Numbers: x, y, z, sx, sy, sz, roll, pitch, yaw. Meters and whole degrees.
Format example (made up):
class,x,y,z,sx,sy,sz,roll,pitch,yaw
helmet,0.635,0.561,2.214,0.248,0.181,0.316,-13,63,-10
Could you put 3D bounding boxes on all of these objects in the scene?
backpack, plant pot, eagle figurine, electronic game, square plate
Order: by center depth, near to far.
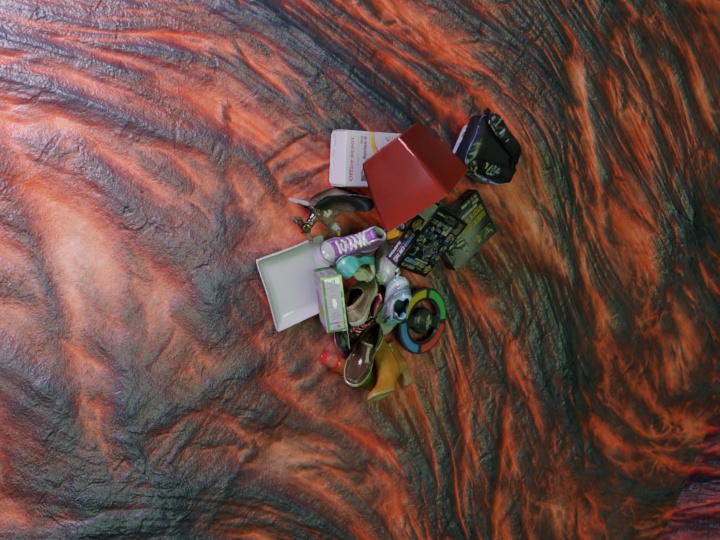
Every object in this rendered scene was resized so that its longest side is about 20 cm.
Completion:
class,x,y,z,sx,sy,sz,roll,pitch,yaw
plant pot,0.121,-0.246,1.558,0.177,0.199,0.200,53,35,-9
eagle figurine,-0.073,-0.157,1.609,0.199,0.152,0.151,-37,153,-3
square plate,-0.165,0.032,1.647,0.196,0.028,0.203,-23,109,-27
backpack,0.372,-0.342,1.839,0.189,0.154,0.202,25,91,-23
electronic game,0.184,0.150,1.854,0.198,0.041,0.203,-9,104,-39

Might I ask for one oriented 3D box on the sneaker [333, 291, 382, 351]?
class,x,y,z,sx,sy,sz,roll,pitch,yaw
sneaker,-0.003,0.134,1.722,0.079,0.095,0.202,30,83,-32

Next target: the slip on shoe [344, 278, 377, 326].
class,x,y,z,sx,sy,sz,roll,pitch,yaw
slip on shoe,-0.004,0.063,1.670,0.061,0.075,0.201,62,28,-30

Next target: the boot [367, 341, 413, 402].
class,x,y,z,sx,sy,sz,roll,pitch,yaw
boot,0.059,0.279,1.758,0.200,0.071,0.145,-11,67,-49

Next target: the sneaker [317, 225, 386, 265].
class,x,y,z,sx,sy,sz,roll,pitch,yaw
sneaker,-0.017,-0.077,1.651,0.199,0.114,0.073,-16,76,-41

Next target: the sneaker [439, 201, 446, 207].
class,x,y,z,sx,sy,sz,roll,pitch,yaw
sneaker,0.184,-0.111,1.781,0.084,0.077,0.201,15,115,-36

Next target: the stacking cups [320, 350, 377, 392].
class,x,y,z,sx,sy,sz,roll,pitch,yaw
stacking cups,-0.025,0.286,1.751,0.199,0.060,0.061,32,81,-31

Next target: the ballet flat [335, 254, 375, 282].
class,x,y,z,sx,sy,sz,roll,pitch,yaw
ballet flat,0.000,0.000,1.662,0.067,0.071,0.199,-42,164,18

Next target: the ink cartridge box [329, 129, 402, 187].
class,x,y,z,sx,sy,sz,roll,pitch,yaw
ink cartridge box,0.022,-0.297,1.673,0.197,0.087,0.148,-2,100,-29

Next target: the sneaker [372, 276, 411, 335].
class,x,y,z,sx,sy,sz,roll,pitch,yaw
sneaker,0.089,0.117,1.742,0.077,0.087,0.202,0,131,-23

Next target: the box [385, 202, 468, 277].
class,x,y,z,sx,sy,sz,roll,pitch,yaw
box,0.184,-0.084,1.710,0.199,0.050,0.199,-52,149,13

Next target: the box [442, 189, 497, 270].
class,x,y,z,sx,sy,sz,roll,pitch,yaw
box,0.309,-0.124,1.894,0.200,0.048,0.159,-41,115,-19

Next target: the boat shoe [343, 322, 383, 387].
class,x,y,z,sx,sy,sz,roll,pitch,yaw
boat shoe,0.007,0.222,1.709,0.075,0.074,0.203,95,15,-46

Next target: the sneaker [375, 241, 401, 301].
class,x,y,z,sx,sy,sz,roll,pitch,yaw
sneaker,0.070,-0.005,1.761,0.080,0.075,0.203,-18,107,-18

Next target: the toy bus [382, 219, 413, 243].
class,x,y,z,sx,sy,sz,roll,pitch,yaw
toy bus,0.123,-0.168,1.732,0.078,0.065,0.203,26,65,-33

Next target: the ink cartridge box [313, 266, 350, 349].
class,x,y,z,sx,sy,sz,roll,pitch,yaw
ink cartridge box,-0.075,0.100,1.628,0.058,0.104,0.203,-10,104,-12
